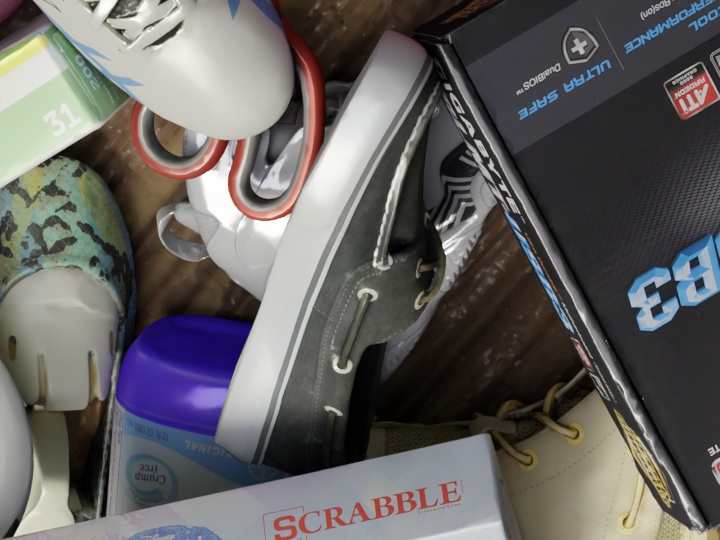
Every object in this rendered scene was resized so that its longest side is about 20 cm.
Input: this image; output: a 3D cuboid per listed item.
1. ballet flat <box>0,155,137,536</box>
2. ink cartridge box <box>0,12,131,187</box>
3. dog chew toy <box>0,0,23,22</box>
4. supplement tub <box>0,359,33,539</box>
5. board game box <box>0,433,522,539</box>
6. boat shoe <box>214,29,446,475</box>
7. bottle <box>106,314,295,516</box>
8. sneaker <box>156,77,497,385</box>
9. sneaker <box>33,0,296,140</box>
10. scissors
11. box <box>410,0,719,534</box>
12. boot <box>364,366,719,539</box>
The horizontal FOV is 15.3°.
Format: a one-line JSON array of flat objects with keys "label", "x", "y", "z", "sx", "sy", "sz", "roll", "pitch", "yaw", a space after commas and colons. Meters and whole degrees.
[{"label": "ballet flat", "x": -0.122, "y": 0.055, "z": 1.062, "sx": 0.074, "sy": 0.074, "sz": 0.201, "roll": 11, "pitch": 117, "yaw": 9}, {"label": "ink cartridge box", "x": -0.159, "y": -0.038, "z": 0.966, "sx": 0.145, "sy": 0.200, "sz": 0.048, "roll": -30, "pitch": 101, "yaw": 22}, {"label": "dog chew toy", "x": -0.173, "y": -0.129, "z": 0.982, "sx": 0.199, "sy": 0.125, "sz": 0.125, "roll": -27, "pitch": 103, "yaw": 13}, {"label": "supplement tub", "x": -0.215, "y": 0.094, "z": 1.039, "sx": 0.123, "sy": 0.123, "sz": 0.200, "roll": 45, "pitch": 145, "yaw": -7}, {"label": "board game box", "x": -0.027, "y": 0.152, "z": 0.996, "sx": 0.199, "sy": 0.041, "sz": 0.200, "roll": -13, "pitch": 139, "yaw": 7}, {"label": "boat shoe", "x": 0.000, "y": 0.000, "z": 0.942, "sx": 0.056, "sy": 0.069, "sz": 0.200, "roll": 23, "pitch": 134, "yaw": 2}, {"label": "bottle", "x": -0.062, "y": 0.120, "z": 1.080, "sx": 0.083, "sy": 0.065, "sz": 0.201, "roll": 11, "pitch": 113, "yaw": 10}, {"label": "sneaker", "x": 0.004, "y": -0.058, "z": 0.989, "sx": 0.115, "sy": 0.075, "sz": 0.200, "roll": 28, "pitch": 117, "yaw": -2}, {"label": "sneaker", "x": -0.097, "y": -0.114, "z": 0.903, "sx": 0.072, "sy": 0.073, "sz": 0.200, "roll": -33, "pitch": 113, "yaw": 21}, {"label": "scissors", "x": -0.037, "y": -0.117, "z": 0.946, "sx": 0.073, "sy": 0.014, "sz": 0.201, "roll": 14, "pitch": 106, "yaw": 16}, {"label": "box", "x": 0.149, "y": -0.044, "z": 0.932, "sx": 0.199, "sy": 0.050, "sz": 0.199, "roll": -30, "pitch": 101, "yaw": -8}, {"label": "boot", "x": 0.065, "y": 0.060, "z": 1.023, "sx": 0.155, "sy": 0.073, "sz": 0.201, "roll": 3, "pitch": 118, "yaw": 7}]
